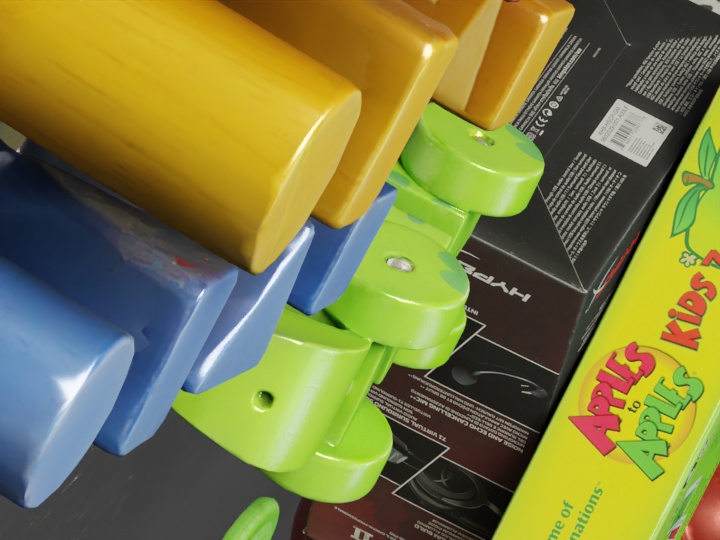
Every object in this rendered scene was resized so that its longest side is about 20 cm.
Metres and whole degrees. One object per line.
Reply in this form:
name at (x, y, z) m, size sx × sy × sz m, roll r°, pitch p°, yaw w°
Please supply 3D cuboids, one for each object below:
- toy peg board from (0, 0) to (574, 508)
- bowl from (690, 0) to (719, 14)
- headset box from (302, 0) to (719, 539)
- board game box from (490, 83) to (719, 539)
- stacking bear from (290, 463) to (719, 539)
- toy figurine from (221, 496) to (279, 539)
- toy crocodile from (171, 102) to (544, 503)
toy peg board at (-0.001, -0.051, 0.377) m, size 0.200 × 0.098 × 0.200 m, roll -62°, pitch 171°, yaw 16°
bowl at (0.144, -0.102, 1.055) m, size 0.201 × 0.094 × 0.201 m, roll -56°, pitch 171°, yaw -14°
headset box at (0.056, 0.014, 0.951) m, size 0.149 × 0.077 × 0.200 m, roll -52°, pitch 165°, yaw -40°
board game box at (0.104, 0.033, 0.902) m, size 0.200 × 0.048 × 0.102 m, roll -63°, pitch 168°, yaw 1°
stacking bear at (0.083, 0.117, 1.074) m, size 0.121 × 0.199 × 0.114 m, roll -138°, pitch -140°, yaw -60°
toy figurine at (-0.002, 0.187, 0.898) m, size 0.200 × 0.184 × 0.150 m, roll -48°, pitch 167°, yaw -54°
toy crocodile at (0.000, 0.000, 0.721) m, size 0.068 × 0.062 × 0.200 m, roll -64°, pitch 175°, yaw 29°
